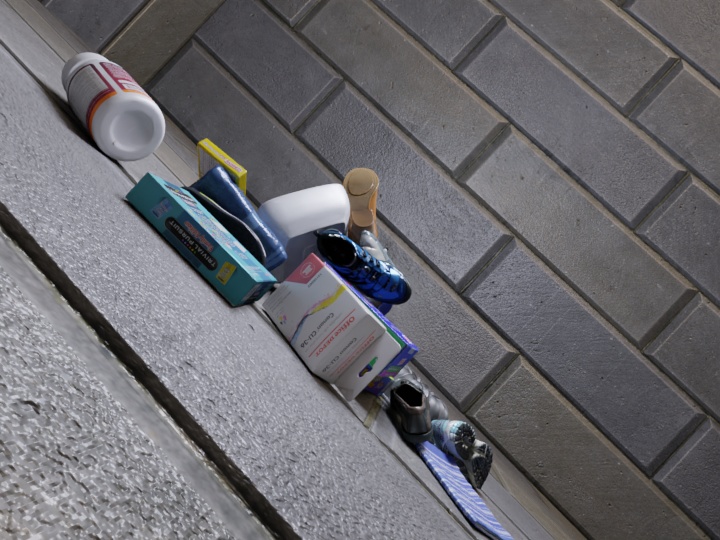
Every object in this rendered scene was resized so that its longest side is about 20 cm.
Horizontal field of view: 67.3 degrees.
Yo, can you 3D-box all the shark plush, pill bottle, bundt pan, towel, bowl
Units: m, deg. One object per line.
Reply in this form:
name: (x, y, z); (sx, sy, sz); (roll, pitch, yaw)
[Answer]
shark plush: (0.056, -0.013, 1.075); (0.199, 0.090, 0.084); (18, 60, -52)
pill bottle: (-0.403, -0.268, 0.870); (0.200, 0.110, 0.110); (44, 0, 34)
bundt pan: (0.112, 0.270, 1.161); (0.202, 0.076, 0.202); (44, 0, 0)
towel: (0.165, 0.357, 0.894); (0.145, 0.024, 0.200); (44, 0, -36)
bowl: (-0.107, -0.057, 1.051); (0.075, 0.198, 0.201); (54, -33, 30)
towel: (-0.217, -0.081, 0.946); (0.111, 0.049, 0.201); (-20, -70, 50)

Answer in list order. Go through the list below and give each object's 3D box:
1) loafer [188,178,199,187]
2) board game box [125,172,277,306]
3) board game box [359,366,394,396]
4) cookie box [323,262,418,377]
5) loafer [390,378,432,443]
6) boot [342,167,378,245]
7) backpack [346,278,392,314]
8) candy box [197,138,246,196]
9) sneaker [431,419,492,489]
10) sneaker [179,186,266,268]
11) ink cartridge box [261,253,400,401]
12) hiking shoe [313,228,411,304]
loafer: (-0.349, -0.175, 1.249); (0.071, 0.073, 0.200); (55, 3, -12)
board game box: (-0.215, -0.038, 0.762); (0.200, 0.047, 0.151); (44, 0, 1)
board game box: (-0.024, 0.154, 1.003); (0.134, 0.045, 0.200); (44, -1, 31)
cookie box: (0.001, 0.093, 0.954); (0.200, 0.075, 0.171); (43, 0, 17)
loafer: (0.093, 0.233, 0.977); (0.200, 0.071, 0.064); (-111, -165, -76)
boot: (0.000, -0.104, 1.142); (0.156, 0.073, 0.202); (90, 2, -50)
backpack: (-0.046, 0.055, 1.204); (0.200, 0.162, 0.169); (40, -40, 16)
candy box: (-0.255, -0.137, 0.997); (0.102, 0.026, 0.201); (37, -35, 11)
sneaker: (0.197, 0.353, 1.066); (0.086, 0.078, 0.201); (6, -43, 43)
sneaker: (-0.226, -0.066, 0.889); (0.200, 0.072, 0.083); (45, -2, 3)
ink cartridge box: (-0.046, 0.081, 0.799); (0.200, 0.117, 0.068); (43, -1, 38)
hiking shoe: (0.000, 0.000, 0.951); (0.199, 0.075, 0.087); (32, 6, 5)
